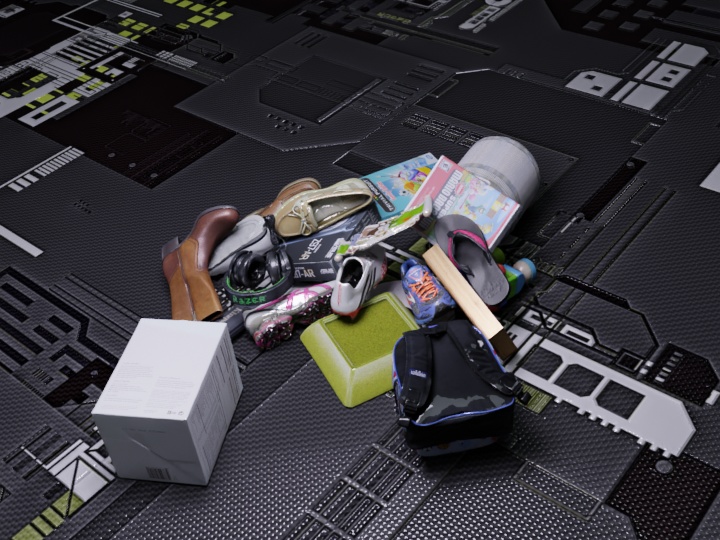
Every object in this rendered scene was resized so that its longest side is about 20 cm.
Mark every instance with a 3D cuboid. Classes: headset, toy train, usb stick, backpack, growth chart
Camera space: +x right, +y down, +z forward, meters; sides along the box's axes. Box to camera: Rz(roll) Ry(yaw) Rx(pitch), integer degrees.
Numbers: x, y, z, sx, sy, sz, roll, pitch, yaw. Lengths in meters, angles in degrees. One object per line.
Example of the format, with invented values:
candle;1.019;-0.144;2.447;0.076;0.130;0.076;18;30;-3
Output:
headset;-0.175;-0.016;1.605;0.122;0.095;0.201;-2;32;13
toy train;0.214;-0.012;1.640;0.115;0.086;0.199;-23;39;-36
usb stick;-0.229;0.095;1.608;0.055;0.033;0.200;26;50;33
backpack;0.133;0.174;1.365;0.197;0.155;0.192;-6;47;-8
growth chart;0.042;-0.075;1.582;0.198;0.018;0.145;-27;13;3

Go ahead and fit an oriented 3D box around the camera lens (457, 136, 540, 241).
camera lens;0.244;-0.149;1.730;0.158;0.162;0.200;16;44;26

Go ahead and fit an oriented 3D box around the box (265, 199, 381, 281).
box;-0.070;-0.056;1.724;0.158;0.044;0.201;-3;36;34

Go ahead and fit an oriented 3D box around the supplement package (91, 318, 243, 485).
supplement package;-0.290;0.200;1.396;0.149;0.152;0.201;2;40;12

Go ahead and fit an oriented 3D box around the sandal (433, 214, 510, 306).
sandal;0.186;-0.027;1.527;0.075;0.045;0.201;-42;55;14

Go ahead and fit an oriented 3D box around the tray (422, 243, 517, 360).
tray;0.182;0.053;1.511;0.037;0.099;0.201;-38;56;3

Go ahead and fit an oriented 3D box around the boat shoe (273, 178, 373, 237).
boat shoe;-0.073;-0.114;1.704;0.198;0.074;0.063;-20;24;-6

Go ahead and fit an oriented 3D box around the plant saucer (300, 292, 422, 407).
plant saucer;0.019;0.117;1.532;0.198;0.048;0.200;-22;42;-17

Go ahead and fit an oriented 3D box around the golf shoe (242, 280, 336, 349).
golf shoe;-0.115;0.057;1.595;0.198;0.073;0.092;-25;53;-21

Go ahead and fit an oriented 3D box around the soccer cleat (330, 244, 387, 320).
soccer cleat;0.000;0.000;1.570;0.068;0.086;0.201;14;40;16

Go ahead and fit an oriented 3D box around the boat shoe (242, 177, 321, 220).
boat shoe;-0.155;-0.104;1.763;0.199;0.072;0.068;-34;25;24

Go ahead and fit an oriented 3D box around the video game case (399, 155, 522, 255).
video game case;0.174;-0.101;1.602;0.200;0.017;0.144;39;96;37

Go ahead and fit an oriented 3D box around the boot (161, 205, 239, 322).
boot;-0.282;-0.004;1.637;0.187;0.069;0.201;-29;50;10

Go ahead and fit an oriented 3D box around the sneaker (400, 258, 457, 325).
sneaker;0.105;0.034;1.546;0.075;0.079;0.200;-30;18;-5

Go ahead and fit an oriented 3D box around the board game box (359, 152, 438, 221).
board game box;0.095;-0.160;1.855;0.198;0.047;0.151;-21;41;-17

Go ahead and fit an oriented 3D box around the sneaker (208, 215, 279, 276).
sneaker;-0.251;-0.026;1.732;0.198;0.081;0.077;-24;52;10
